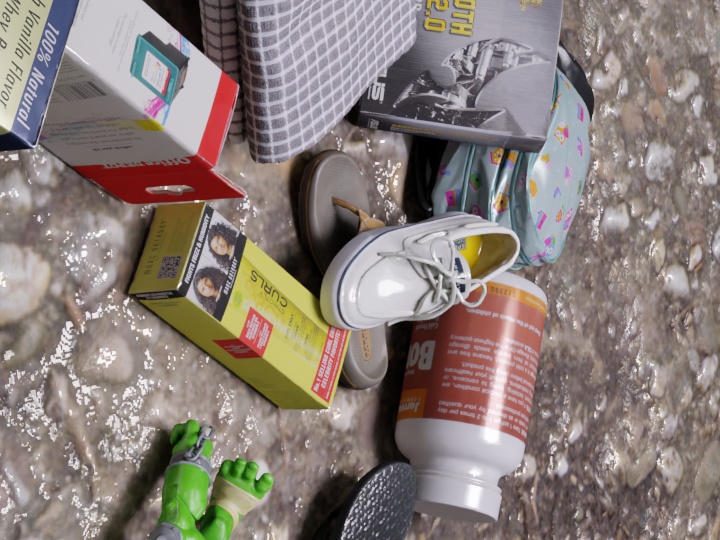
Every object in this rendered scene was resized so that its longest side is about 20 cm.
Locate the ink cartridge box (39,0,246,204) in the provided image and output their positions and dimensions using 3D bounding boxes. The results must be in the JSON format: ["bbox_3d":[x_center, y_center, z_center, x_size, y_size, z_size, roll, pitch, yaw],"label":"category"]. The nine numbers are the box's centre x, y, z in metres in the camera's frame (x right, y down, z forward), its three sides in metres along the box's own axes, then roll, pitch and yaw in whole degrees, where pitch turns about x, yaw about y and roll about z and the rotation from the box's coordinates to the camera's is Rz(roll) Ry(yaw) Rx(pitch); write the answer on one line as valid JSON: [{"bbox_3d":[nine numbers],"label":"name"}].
[{"bbox_3d":[-0.163,-0.117,1.153,0.200,0.115,0.068,40,58,-47],"label":"ink cartridge box"}]

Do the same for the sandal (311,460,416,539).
[{"bbox_3d":[-0.021,0.234,1.411,0.075,0.048,0.201,48,65,-44],"label":"sandal"}]

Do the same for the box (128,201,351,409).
[{"bbox_3d":[-0.085,0.030,1.314,0.200,0.050,0.076,44,54,-45],"label":"box"}]

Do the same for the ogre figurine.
[{"bbox_3d":[-0.099,0.221,1.260,0.120,0.097,0.201,-61,153,-60],"label":"ogre figurine"}]

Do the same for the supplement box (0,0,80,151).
[{"bbox_3d":[-0.267,-0.195,0.996,0.200,0.133,0.201,36,61,-48],"label":"supplement box"}]

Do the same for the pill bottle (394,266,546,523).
[{"bbox_3d":[0.090,0.106,1.503,0.112,0.112,0.202,30,65,-50],"label":"pill bottle"}]

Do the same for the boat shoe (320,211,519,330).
[{"bbox_3d":[0.059,0.003,1.392,0.201,0.086,0.075,-18,111,-47],"label":"boat shoe"}]

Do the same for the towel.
[{"bbox_3d":[-0.028,-0.195,1.306,0.200,0.085,0.166,-44,148,-31],"label":"towel"}]

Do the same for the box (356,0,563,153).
[{"bbox_3d":[0.087,-0.207,1.473,0.048,0.157,0.202,101,-2,-78],"label":"box"}]

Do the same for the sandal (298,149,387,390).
[{"bbox_3d":[0.000,0.000,1.428,0.082,0.054,0.202,-22,107,-52],"label":"sandal"}]

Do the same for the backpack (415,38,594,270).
[{"bbox_3d":[0.131,-0.100,1.555,0.167,0.126,0.201,48,56,-46],"label":"backpack"}]
